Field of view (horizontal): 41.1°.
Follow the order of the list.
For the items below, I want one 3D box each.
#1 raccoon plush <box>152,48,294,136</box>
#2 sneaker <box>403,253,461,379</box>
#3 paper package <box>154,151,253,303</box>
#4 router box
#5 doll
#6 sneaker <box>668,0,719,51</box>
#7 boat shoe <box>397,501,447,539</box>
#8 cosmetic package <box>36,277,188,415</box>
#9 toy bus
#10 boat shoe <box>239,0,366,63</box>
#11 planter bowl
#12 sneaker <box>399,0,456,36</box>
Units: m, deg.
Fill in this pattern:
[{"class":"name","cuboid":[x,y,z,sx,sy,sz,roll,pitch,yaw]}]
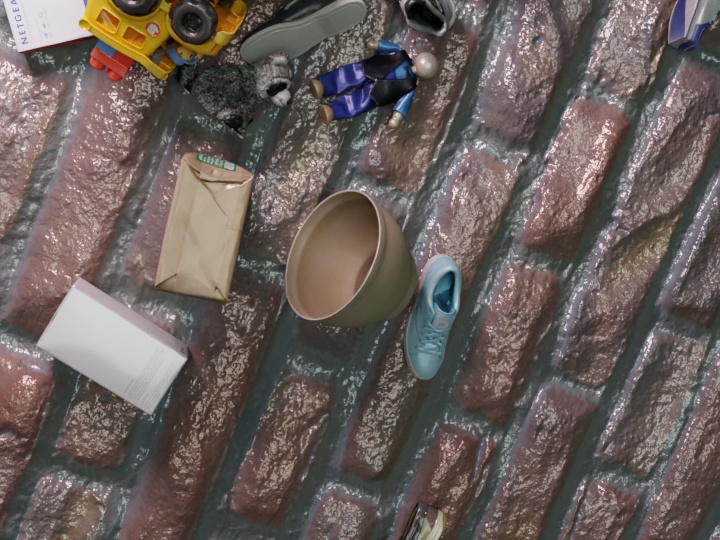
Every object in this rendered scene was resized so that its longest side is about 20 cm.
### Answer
[{"class":"raccoon plush","cuboid":[-0.187,-0.293,1.379,0.199,0.097,0.135,37,97,-14]},{"class":"sneaker","cuboid":[0.114,0.078,1.504,0.072,0.082,0.204,6,98,-9]},{"class":"paper package","cuboid":[-0.224,-0.065,1.365,0.102,0.200,0.194,12,96,-11]},{"class":"router box","cuboid":[-0.419,-0.424,1.349,0.176,0.049,0.204,-15,102,-7]},{"class":"doll","cuboid":[0.028,-0.279,1.448,0.197,0.048,0.139,-22,93,-12]},{"class":"sneaker","cuboid":[0.567,-0.436,1.495,0.113,0.081,0.203,17,94,-9]},{"class":"boat shoe","cuboid":[0.065,0.468,1.570,0.066,0.072,0.202,34,92,-3]},{"class":"cosmetic package","cuboid":[-0.365,0.112,1.428,0.199,0.085,0.108,36,92,-12]},{"class":"toy bus","cuboid":[-0.279,-0.331,1.301,0.198,0.137,0.193,29,121,-13]},{"class":"boat shoe","cuboid":[-0.089,-0.368,1.408,0.197,0.074,0.061,-24,61,11]},{"class":"planter bowl","cuboid":[0.000,0.000,1.431,0.134,0.200,0.202,28,95,-40]},{"class":"sneaker","cuboid":[0.063,-0.418,1.389,0.199,0.116,0.075,41,117,-13]}]
